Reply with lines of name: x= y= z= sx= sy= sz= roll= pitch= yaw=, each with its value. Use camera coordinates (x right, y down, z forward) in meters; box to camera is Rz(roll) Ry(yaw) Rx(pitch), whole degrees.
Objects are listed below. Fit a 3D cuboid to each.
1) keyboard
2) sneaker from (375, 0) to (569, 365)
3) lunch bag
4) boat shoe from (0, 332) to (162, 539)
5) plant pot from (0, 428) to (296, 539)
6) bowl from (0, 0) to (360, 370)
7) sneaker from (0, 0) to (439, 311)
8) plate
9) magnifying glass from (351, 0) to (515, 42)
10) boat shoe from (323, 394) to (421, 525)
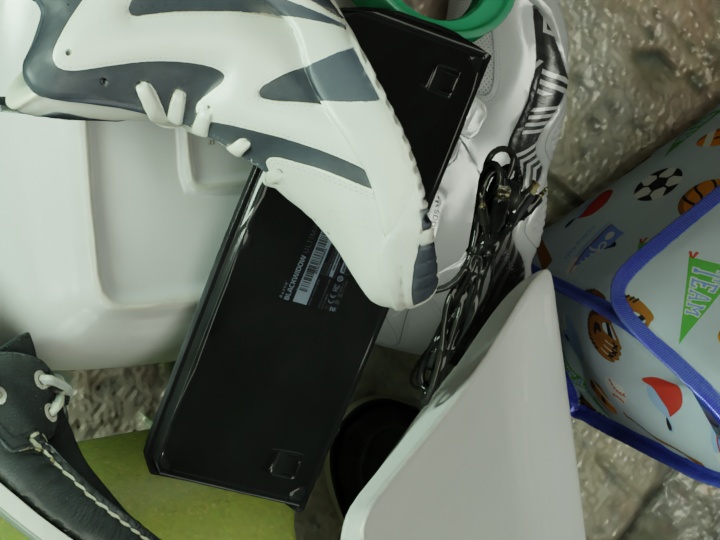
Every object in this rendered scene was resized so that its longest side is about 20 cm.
keyboard: x=0.000 y=0.000 z=1.013 sx=0.127 sy=0.021 sz=0.200 roll=17 pitch=102 yaw=-30
sneaker: x=0.023 y=-0.052 z=1.143 sx=0.115 sy=0.075 sz=0.201 roll=-1 pitch=106 yaw=-26
lunch bag: x=0.182 y=0.005 z=1.159 sx=0.170 sy=0.200 sz=0.124 roll=-36 pitch=115 yaw=-11
boat shoe: x=-0.144 y=0.045 z=0.967 sx=0.200 sy=0.076 sz=0.060 roll=39 pitch=80 yaw=-4
plant pot: x=-0.124 y=0.149 z=1.081 sx=0.184 sy=0.200 sz=0.201 roll=-17 pitch=110 yaw=-32
bowl: x=-0.066 y=-0.058 z=1.021 sx=0.199 sy=0.075 sz=0.200 roll=-7 pitch=100 yaw=-28
sneaker: x=-0.061 y=-0.060 z=0.923 sx=0.129 sy=0.079 sz=0.200 roll=-25 pitch=99 yaw=2
plate: x=0.043 y=0.130 z=1.100 sx=0.200 sy=0.032 sz=0.200 roll=-50 pitch=139 yaw=-49
magnifying glass: x=-0.018 y=-0.147 z=0.988 sx=0.200 sy=0.022 sz=0.080 roll=24 pitch=63 yaw=-30
boat shoe: x=0.052 y=0.143 z=1.215 sx=0.074 sy=0.063 sz=0.202 roll=-35 pitch=113 yaw=-11
